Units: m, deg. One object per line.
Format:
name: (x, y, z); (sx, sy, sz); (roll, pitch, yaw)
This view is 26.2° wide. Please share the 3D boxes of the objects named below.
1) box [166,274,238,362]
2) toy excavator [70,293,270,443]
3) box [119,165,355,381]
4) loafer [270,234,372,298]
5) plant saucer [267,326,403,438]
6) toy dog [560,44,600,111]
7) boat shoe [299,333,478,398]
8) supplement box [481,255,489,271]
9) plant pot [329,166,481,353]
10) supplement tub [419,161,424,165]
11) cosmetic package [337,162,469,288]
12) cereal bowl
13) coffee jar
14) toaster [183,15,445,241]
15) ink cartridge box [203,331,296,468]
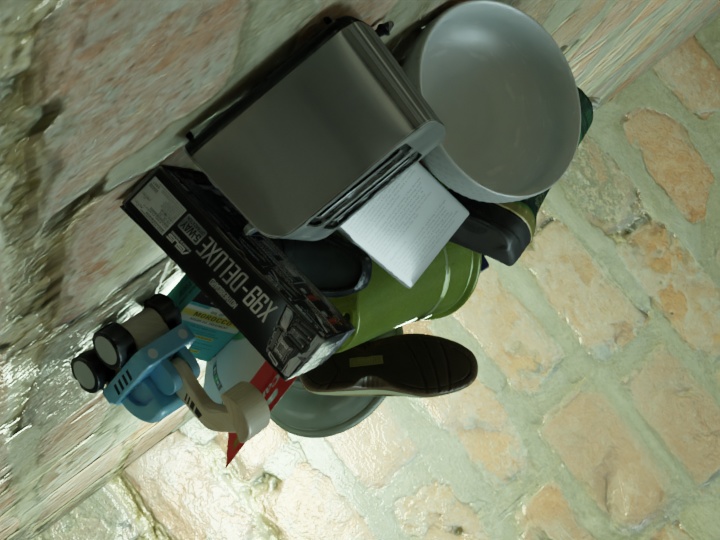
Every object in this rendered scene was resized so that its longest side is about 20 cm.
box: (-0.166, 0.033, 1.786); (0.082, 0.049, 0.200); (16, 143, -26)
toy excavator: (-0.202, 0.126, 1.722); (0.100, 0.200, 0.194); (-34, 174, -42)
box: (-0.099, -0.001, 1.315); (0.050, 0.200, 0.158); (-45, 175, 7)
loafer: (-0.089, -0.013, 1.459); (0.070, 0.199, 0.069); (-2, 103, -79)
plant saucer: (-0.047, 0.095, 1.822); (0.200, 0.201, 0.050); (-39, 142, 7)
toy dog: (0.184, -0.242, 1.777); (0.131, 0.097, 0.200); (10, -179, -31)
boat shoe: (0.031, 0.111, 1.737); (0.198, 0.072, 0.076); (2, 163, 0)
supplement box: (0.046, -0.017, 1.898); (0.109, 0.110, 0.200); (-36, -166, -24)
plant pot: (0.000, 0.000, 1.689); (0.190, 0.200, 0.200); (-35, 174, -47)
supplement tub: (0.081, -0.168, 1.671); (0.107, 0.107, 0.200); (-40, 174, 17)
cosmetic package: (0.010, -0.076, 1.498); (0.102, 0.071, 0.200); (-51, 139, -1)
cereal bowl: (0.118, -0.161, 1.531); (0.200, 0.201, 0.083); (-35, -170, -32)
coffee jar: (0.159, -0.107, 1.624); (0.201, 0.104, 0.085); (-62, 159, -17)
toaster: (-0.027, -0.115, 1.278); (0.200, 0.119, 0.181); (-39, 176, 6)
ink cartridge box: (-0.126, 0.106, 1.783); (0.161, 0.050, 0.200); (-52, -163, 24)
